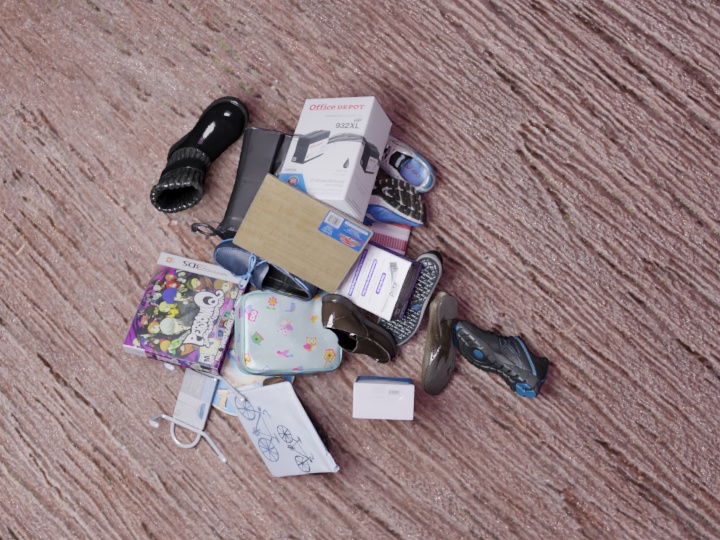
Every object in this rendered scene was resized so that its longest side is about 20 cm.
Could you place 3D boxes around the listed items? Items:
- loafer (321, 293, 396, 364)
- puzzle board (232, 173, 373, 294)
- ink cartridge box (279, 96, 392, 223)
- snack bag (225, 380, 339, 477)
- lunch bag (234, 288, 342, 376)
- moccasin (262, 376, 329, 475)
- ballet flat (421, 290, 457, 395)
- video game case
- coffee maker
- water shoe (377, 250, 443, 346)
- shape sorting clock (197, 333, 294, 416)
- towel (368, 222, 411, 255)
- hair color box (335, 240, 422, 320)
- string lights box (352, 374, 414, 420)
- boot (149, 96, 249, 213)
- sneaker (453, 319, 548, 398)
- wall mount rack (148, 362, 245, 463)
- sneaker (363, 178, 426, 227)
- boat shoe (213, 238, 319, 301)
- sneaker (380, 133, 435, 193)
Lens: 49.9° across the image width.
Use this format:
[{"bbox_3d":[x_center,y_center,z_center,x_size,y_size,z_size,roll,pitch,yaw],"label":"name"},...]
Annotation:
[{"bbox_3d":[-0.010,0.120,1.389,0.200,0.072,0.072,41,56,-35],"label":"loafer"},{"bbox_3d":[-0.097,-0.059,1.294,0.198,0.018,0.151,27,123,-12],"label":"puzzle board"},{"bbox_3d":[-0.046,-0.192,1.330,0.143,0.084,0.203,5,67,29],"label":"ink cartridge box"},{"bbox_3d":[-0.140,0.278,1.367,0.021,0.199,0.191,-36,102,-43],"label":"snack bag"},{"bbox_3d":[-0.128,0.108,1.407,0.197,0.077,0.163,1,79,-23],"label":"lunch bag"},{"bbox_3d":[-0.122,0.286,1.425,0.073,0.078,0.203,-39,103,-17],"label":"moccasin"},{"bbox_3d":[0.141,0.132,1.424,0.066,0.046,0.203,-8,112,-29],"label":"ballet flat"},{"bbox_3d":[-0.313,0.076,1.418,0.178,0.036,0.203,14,61,4],"label":"video game case"},{"bbox_3d":[-0.190,-0.152,1.410,0.189,0.134,0.203,15,77,-16],"label":"coffee maker"},{"bbox_3d":[0.099,0.055,1.437,0.071,0.079,0.202,34,113,7],"label":"water shoe"},{"bbox_3d":[-0.218,0.172,1.450,0.196,0.039,0.204,0,86,2],"label":"shape sorting clock"},{"bbox_3d":[0.016,-0.052,1.467,0.142,0.023,0.203,14,88,2],"label":"towel"},{"bbox_3d":[0.000,0.000,1.390,0.198,0.065,0.111,26,99,26],"label":"hair color box"},{"bbox_3d":[0.040,0.220,1.360,0.101,0.200,0.060,2,86,2],"label":"string lights box"},{"bbox_3d":[-0.285,-0.203,1.389,0.079,0.159,0.210,38,119,-24],"label":"boot"},{"bbox_3d":[0.257,0.150,1.436,0.199,0.073,0.082,37,61,6],"label":"sneaker"},{"bbox_3d":[-0.289,0.249,1.407,0.171,0.074,0.203,20,100,12],"label":"wall mount rack"},{"bbox_3d":[0.030,-0.122,1.427,0.197,0.089,0.080,18,53,-14],"label":"sneaker"},{"bbox_3d":[-0.165,-0.003,1.355,0.197,0.069,0.085,13,126,3],"label":"boat shoe"},{"bbox_3d":[0.057,-0.217,1.451,0.199,0.072,0.072,34,90,4],"label":"sneaker"}]
